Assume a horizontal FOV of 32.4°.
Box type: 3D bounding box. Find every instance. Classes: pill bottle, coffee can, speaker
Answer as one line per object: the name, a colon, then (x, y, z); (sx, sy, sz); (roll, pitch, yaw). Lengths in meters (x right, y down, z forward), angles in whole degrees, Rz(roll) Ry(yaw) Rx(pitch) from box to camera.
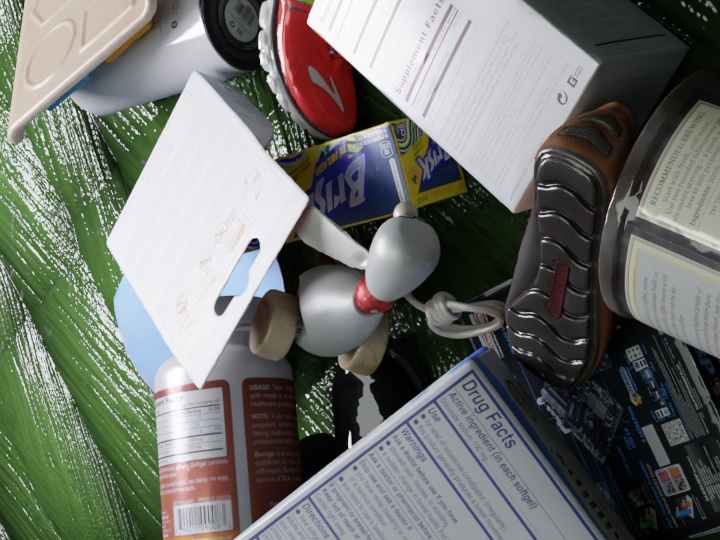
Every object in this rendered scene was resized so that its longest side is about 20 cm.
pill bottle: (-0.103, 0.127, 0.968); (0.112, 0.111, 0.203); (-17, 73, 44)
coffee can: (0.247, -0.004, 0.646); (0.199, 0.146, 0.148); (28, 120, 33)
speaker: (-0.162, -0.183, 1.014); (0.199, 0.081, 0.082); (-8, 97, 43)

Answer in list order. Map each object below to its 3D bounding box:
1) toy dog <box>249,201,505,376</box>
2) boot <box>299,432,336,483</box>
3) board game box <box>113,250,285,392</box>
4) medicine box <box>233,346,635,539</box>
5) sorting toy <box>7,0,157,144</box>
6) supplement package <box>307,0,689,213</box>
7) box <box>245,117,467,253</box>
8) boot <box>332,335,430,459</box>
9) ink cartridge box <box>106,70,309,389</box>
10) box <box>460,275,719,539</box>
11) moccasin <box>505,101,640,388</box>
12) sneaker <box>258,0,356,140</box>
toy dog: (0.000, 0.000, 0.856); (0.199, 0.131, 0.097); (-23, 54, 41)
boot: (-0.066, 0.240, 1.072); (0.199, 0.072, 0.184); (-19, 88, 51)
board game box: (-0.133, 0.023, 1.078); (0.158, 0.039, 0.201); (40, 116, 24)
medicine box: (0.053, 0.181, 0.777); (0.199, 0.103, 0.183); (-38, 85, 9)
sorting toy: (-0.220, -0.218, 1.014); (0.199, 0.036, 0.187); (-36, 42, 31)
supplement package: (0.082, -0.148, 0.778); (0.200, 0.113, 0.110); (46, 128, 24)
box: (-0.020, -0.063, 0.927); (0.199, 0.070, 0.065); (-13, 94, 44)
boot: (-0.003, 0.165, 0.914); (0.079, 0.157, 0.214); (-4, 102, 31)
ink cartridge box: (-0.104, -0.032, 0.906); (0.161, 0.047, 0.200); (-59, 43, 16)
box: (0.167, 0.082, 0.815); (0.158, 0.046, 0.202); (-30, 82, 44)
moccasin: (0.129, -0.009, 0.734); (0.073, 0.078, 0.203); (25, 138, 31)
sneaker: (-0.025, -0.195, 0.889); (0.084, 0.077, 0.203); (-2, 100, 36)
